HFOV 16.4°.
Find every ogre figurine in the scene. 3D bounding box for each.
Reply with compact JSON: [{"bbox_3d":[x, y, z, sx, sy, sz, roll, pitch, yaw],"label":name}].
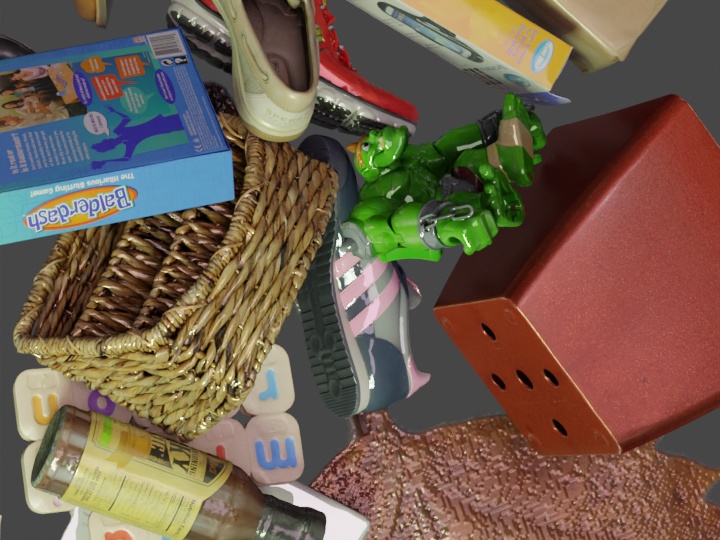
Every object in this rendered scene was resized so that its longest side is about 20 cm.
[{"bbox_3d":[0.054,-0.054,1.708,0.119,0.201,0.098,-13,130,20],"label":"ogre figurine"}]

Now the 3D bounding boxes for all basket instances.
[{"bbox_3d":[-0.120,-0.012,1.673,0.149,0.143,0.201,31,60,-13],"label":"basket"}]

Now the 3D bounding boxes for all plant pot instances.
[{"bbox_3d":[0.172,0.022,1.725,0.176,0.200,0.200,-41,101,-19],"label":"plant pot"}]

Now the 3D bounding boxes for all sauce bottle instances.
[{"bbox_3d":[-0.120,0.150,1.686,0.199,0.065,0.065,21,89,-16],"label":"sauce bottle"}]

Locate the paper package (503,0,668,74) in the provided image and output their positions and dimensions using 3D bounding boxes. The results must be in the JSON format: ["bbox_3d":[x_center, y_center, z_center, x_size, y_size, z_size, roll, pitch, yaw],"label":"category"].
[{"bbox_3d":[0.154,-0.276,1.769,0.200,0.103,0.191,40,83,-11],"label":"paper package"}]

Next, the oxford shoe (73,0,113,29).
[{"bbox_3d":[-0.199,-0.241,1.674,0.071,0.200,0.072,0,51,5],"label":"oxford shoe"}]

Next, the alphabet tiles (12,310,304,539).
[{"bbox_3d":[-0.139,0.108,1.729,0.199,0.015,0.197,-5,79,-21],"label":"alphabet tiles"}]

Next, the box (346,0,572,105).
[{"bbox_3d":[0.061,-0.177,1.747,0.199,0.119,0.042,28,87,-13],"label":"box"}]

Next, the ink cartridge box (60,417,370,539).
[{"bbox_3d":[-0.119,0.210,1.768,0.199,0.045,0.177,28,86,-12],"label":"ink cartridge box"}]

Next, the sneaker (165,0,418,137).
[{"bbox_3d":[-0.036,-0.160,1.752,0.199,0.077,0.085,31,77,-15],"label":"sneaker"}]

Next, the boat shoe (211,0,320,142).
[{"bbox_3d":[-0.063,-0.188,1.683,0.072,0.065,0.201,-1,64,-21],"label":"boat shoe"}]

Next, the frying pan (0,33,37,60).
[{"bbox_3d":[-0.247,-0.142,1.730,0.114,0.031,0.191,24,91,-13],"label":"frying pan"}]

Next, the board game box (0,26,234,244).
[{"bbox_3d":[-0.197,-0.088,1.653,0.199,0.152,0.045,-11,131,-11],"label":"board game box"}]

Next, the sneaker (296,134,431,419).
[{"bbox_3d":[0.000,0.000,1.780,0.082,0.070,0.201,-10,95,-33],"label":"sneaker"}]
